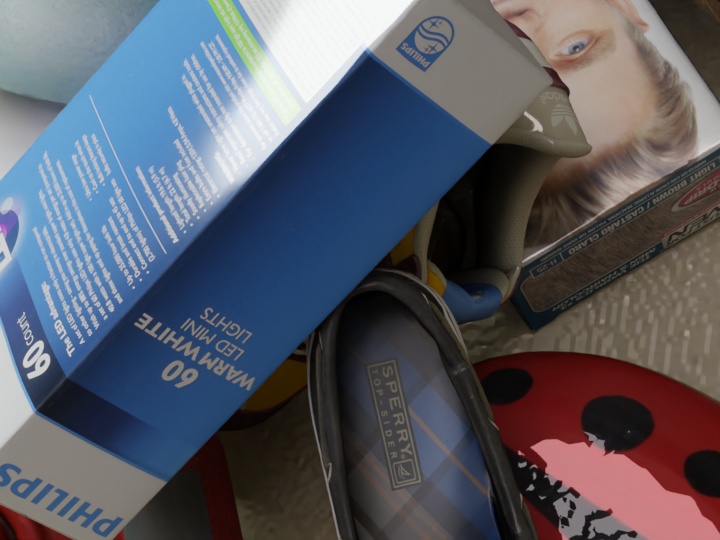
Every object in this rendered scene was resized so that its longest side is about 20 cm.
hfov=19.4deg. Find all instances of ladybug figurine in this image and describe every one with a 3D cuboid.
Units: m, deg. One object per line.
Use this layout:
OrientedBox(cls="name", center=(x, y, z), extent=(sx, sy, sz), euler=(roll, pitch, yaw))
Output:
OrientedBox(cls="ladybug figurine", center=(0.084, 0.096, 0.699), extent=(0.200, 0.072, 0.136), euler=(33, 81, 25))

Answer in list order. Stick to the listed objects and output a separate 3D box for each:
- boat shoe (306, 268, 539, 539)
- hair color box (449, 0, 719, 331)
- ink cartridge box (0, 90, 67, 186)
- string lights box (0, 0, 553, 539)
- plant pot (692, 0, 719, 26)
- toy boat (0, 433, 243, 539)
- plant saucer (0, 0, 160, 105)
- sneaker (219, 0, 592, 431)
OrientedBox(cls="boat shoe", center=(0.027, 0.093, 0.630), extent=(0.070, 0.066, 0.201), euler=(-12, 81, 2))
OrientedBox(cls="hair color box", center=(0.053, -0.089, 0.788), extent=(0.100, 0.061, 0.200), euler=(-32, 65, 3))
OrientedBox(cls="ink cartridge box", center=(-0.155, -0.066, 0.789), extent=(0.083, 0.147, 0.200), euler=(-43, 65, -13))
OrientedBox(cls="string lights box", center=(-0.047, -0.024, 0.638), extent=(0.200, 0.059, 0.103), euler=(-46, 40, 14))
OrientedBox(cls="plant pot", center=(0.123, -0.206, 0.762), extent=(0.187, 0.187, 0.200), euler=(-44, 51, -4))
OrientedBox(cls="toy boat", center=(-0.145, 0.103, 0.715), extent=(0.199, 0.131, 0.131), euler=(-10, 98, 13))
OrientedBox(cls="plant saucer", center=(-0.090, -0.135, 0.733), extent=(0.200, 0.039, 0.201), euler=(8, 43, -7))
OrientedBox(cls="sneaker", center=(0.000, 0.000, 0.719), extent=(0.090, 0.075, 0.200), euler=(54, 128, 31))
